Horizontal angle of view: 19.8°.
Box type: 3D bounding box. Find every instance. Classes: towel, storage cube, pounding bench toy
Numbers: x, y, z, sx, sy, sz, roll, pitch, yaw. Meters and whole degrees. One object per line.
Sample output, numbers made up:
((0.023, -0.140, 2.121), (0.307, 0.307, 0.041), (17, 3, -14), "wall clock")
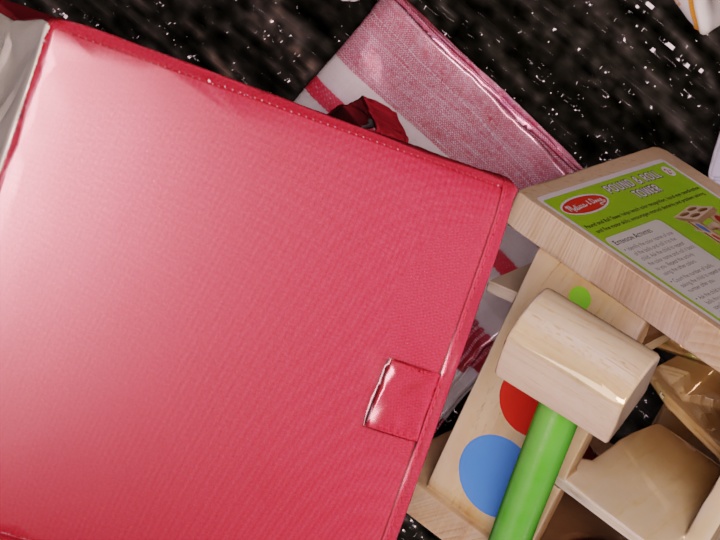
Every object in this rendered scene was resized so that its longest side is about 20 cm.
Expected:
((0.000, 0.000, 0.898), (0.144, 0.023, 0.200), (43, 102, 3), "towel")
((-0.074, 0.013, 0.778), (0.179, 0.171, 0.201), (19, 94, -20), "storage cube")
((0.087, 0.064, 0.775), (0.124, 0.200, 0.157), (36, 117, 22), "pounding bench toy")

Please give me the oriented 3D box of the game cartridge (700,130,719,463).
((0.199, 0.023, 0.834), (0.133, 0.041, 0.201), (8, 105, 36), "game cartridge")

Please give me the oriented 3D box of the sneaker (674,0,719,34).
((0.203, -0.157, 0.807), (0.199, 0.078, 0.080), (-20, 96, 33), "sneaker")
